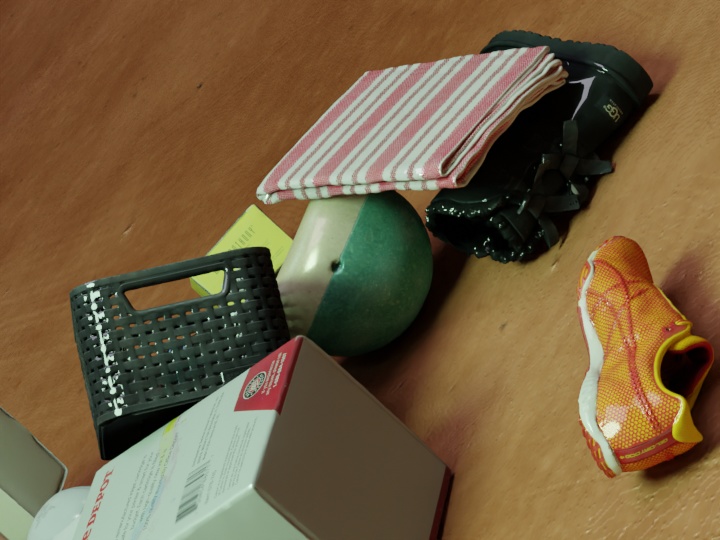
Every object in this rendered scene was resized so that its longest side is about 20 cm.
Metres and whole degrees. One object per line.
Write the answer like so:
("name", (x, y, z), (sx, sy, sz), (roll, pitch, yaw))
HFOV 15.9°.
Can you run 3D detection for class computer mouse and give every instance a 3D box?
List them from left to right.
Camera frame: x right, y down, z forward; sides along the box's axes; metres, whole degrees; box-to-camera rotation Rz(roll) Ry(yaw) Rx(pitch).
("computer mouse", (-0.219, 0.206, 1.876), (0.200, 0.044, 0.110), (108, -172, -58))

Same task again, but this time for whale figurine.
("whale figurine", (0.000, 0.000, 1.866), (0.200, 0.103, 0.160), (-5, -62, -88))

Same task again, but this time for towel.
("towel", (0.033, -0.095, 1.781), (0.200, 0.030, 0.146), (-3, 35, 47))

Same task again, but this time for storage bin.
("storage bin", (-0.120, 0.060, 1.746), (0.135, 0.094, 0.200), (-12, -10, -8))

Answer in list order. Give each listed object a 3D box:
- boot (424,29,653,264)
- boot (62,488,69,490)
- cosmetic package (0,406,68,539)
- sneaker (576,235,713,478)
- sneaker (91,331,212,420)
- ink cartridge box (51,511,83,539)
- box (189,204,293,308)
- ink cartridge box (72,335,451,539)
("boot", (0.104, -0.085, 1.811), (0.163, 0.073, 0.198), (-52, 27, -14))
("boot", (-0.303, 0.253, 2.040), (0.200, 0.066, 0.165), (-16, 30, 50))
("cosmetic package", (-0.333, 0.196, 1.976), (0.200, 0.103, 0.087), (-39, 18, 22))
("sneaker", (0.168, 0.047, 1.495), (0.077, 0.073, 0.200), (-18, 34, 14))
("sneaker", (-0.128, 0.088, 1.992), (0.200, 0.070, 0.078), (-20, 24, 48))
("ink cartridge box", (-0.221, 0.278, 1.694), (0.200, 0.043, 0.199), (-41, 32, 34))
("box", (-0.091, -0.002, 1.990), (0.075, 0.050, 0.200), (-48, 1, -6))
("ink cartridge box", (-0.070, 0.171, 1.614), (0.200, 0.145, 0.146), (-33, 25, 33))
